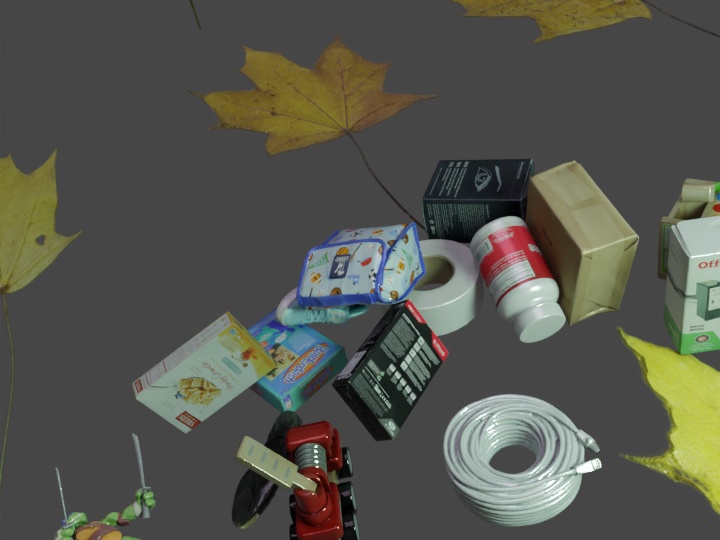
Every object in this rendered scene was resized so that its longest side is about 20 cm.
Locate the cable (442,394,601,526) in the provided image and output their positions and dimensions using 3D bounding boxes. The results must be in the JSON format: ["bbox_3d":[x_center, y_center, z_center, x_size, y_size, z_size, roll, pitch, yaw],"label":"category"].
[{"bbox_3d":[0.218,0.265,1.062,0.197,0.070,0.200,-24,37,-11],"label":"cable"}]

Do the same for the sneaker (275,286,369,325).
[{"bbox_3d":[-0.062,0.067,1.369,0.198,0.075,0.081,-17,35,-41],"label":"sneaker"}]

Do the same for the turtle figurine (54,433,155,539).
[{"bbox_3d":[-0.347,0.364,1.050,0.192,0.144,0.202,27,86,24],"label":"turtle figurine"}]

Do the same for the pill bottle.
[{"bbox_3d":[0.274,0.016,1.288,0.110,0.113,0.202,-18,59,-4],"label":"pill bottle"}]

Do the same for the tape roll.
[{"bbox_3d":[0.131,0.030,1.391,0.198,0.072,0.204,-10,37,7],"label":"tape roll"}]

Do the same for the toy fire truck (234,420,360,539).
[{"bbox_3d":[-0.086,0.277,1.040,0.126,0.202,0.177,-12,37,3],"label":"toy fire truck"}]

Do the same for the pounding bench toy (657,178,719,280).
[{"bbox_3d":[0.600,-0.097,1.279,0.123,0.202,0.156,15,46,34],"label":"pounding bench toy"}]

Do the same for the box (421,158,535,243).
[{"bbox_3d":[0.235,-0.136,1.458,0.196,0.106,0.149,4,40,23],"label":"box"}]

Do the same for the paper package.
[{"bbox_3d":[0.368,-0.046,1.279,0.102,0.193,0.202,-16,47,-8],"label":"paper package"}]

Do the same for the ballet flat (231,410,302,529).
[{"bbox_3d":[-0.137,0.310,1.153,0.065,0.057,0.202,6,49,27],"label":"ballet flat"}]

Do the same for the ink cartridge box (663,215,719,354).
[{"bbox_3d":[0.554,0.021,1.142,0.143,0.202,0.085,-9,37,8],"label":"ink cartridge box"}]

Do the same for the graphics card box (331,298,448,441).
[{"bbox_3d":[0.053,0.159,1.205,0.050,0.126,0.201,-19,25,47],"label":"graphics card box"}]

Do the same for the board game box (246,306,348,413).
[{"bbox_3d":[-0.141,0.159,1.342,0.151,0.046,0.199,-37,41,-27],"label":"board game box"}]

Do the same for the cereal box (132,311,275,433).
[{"bbox_3d":[-0.257,0.174,1.239,0.199,0.144,0.040,-37,46,0],"label":"cereal box"}]

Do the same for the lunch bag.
[{"bbox_3d":[0.000,0.000,1.287,0.167,0.126,0.200,-5,24,29],"label":"lunch bag"}]
